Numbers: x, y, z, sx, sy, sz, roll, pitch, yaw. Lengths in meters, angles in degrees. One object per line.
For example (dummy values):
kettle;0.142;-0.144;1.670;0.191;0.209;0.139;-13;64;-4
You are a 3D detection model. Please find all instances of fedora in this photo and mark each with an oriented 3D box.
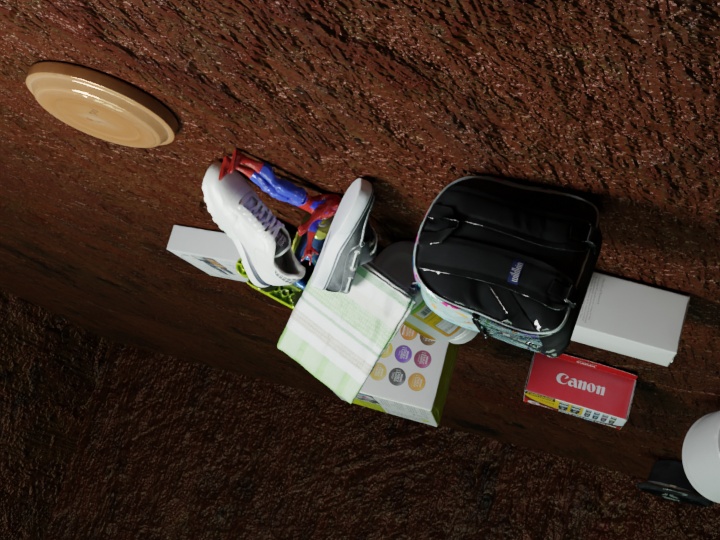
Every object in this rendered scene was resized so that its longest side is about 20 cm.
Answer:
fedora;0.825;0.548;2.910;0.197;0.093;0.201;17;167;4

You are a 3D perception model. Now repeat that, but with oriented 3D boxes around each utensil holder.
utensil holder;0.682;0.323;1.995;0.167;0.173;0.200;15;165;5

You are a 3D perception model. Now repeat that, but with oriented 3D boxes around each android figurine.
android figurine;-0.114;0.035;1.751;0.180;0.042;0.200;28;178;2

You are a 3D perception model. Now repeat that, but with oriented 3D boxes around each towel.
towel;-0.022;0.072;1.588;0.148;0.202;0.031;37;-152;12

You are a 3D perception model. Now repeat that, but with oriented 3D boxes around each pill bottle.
pill bottle;0.106;0.042;1.690;0.110;0.113;0.199;7;164;38

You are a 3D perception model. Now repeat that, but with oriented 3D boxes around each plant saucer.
plant saucer;-0.330;-0.204;1.420;0.197;0.033;0.201;16;166;4

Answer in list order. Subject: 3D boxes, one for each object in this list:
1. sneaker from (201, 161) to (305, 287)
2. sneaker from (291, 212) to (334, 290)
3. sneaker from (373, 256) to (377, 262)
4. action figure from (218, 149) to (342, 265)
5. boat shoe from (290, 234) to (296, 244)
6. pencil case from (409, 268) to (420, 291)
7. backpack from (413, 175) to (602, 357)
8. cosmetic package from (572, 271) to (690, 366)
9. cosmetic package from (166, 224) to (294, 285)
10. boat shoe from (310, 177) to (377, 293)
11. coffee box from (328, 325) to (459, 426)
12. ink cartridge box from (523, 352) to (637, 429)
sneaker;-0.145;-0.067;1.554;0.080;0.077;0.202;-1;128;48
sneaker;-0.080;-0.004;1.662;0.074;0.106;0.201;17;150;5
sneaker;0.000;0.000;1.791;0.095;0.079;0.200;36;172;16
action figure;-0.099;-0.078;1.503;0.197;0.101;0.065;20;165;-23
boat shoe;-0.101;-0.020;1.788;0.199;0.068;0.072;31;178;-43
pencil case;0.165;-0.001;1.498;0.197;0.087;0.092;8;171;33
backpack;0.163;-0.009;1.270;0.197;0.180;0.151;17;163;15
cosmetic package;0.339;0.060;1.528;0.196;0.086;0.108;14;168;10
cosmetic package;-0.225;-0.022;2.001;0.197;0.053;0.150;10;168;30
boat shoe;-0.008;-0.039;1.471;0.067;0.072;0.201;18;134;-8
coffee box;0.066;0.141;1.954;0.194;0.203;0.200;14;167;11
ink cartridge box;0.413;0.223;2.111;0.196;0.085;0.176;15;167;12
